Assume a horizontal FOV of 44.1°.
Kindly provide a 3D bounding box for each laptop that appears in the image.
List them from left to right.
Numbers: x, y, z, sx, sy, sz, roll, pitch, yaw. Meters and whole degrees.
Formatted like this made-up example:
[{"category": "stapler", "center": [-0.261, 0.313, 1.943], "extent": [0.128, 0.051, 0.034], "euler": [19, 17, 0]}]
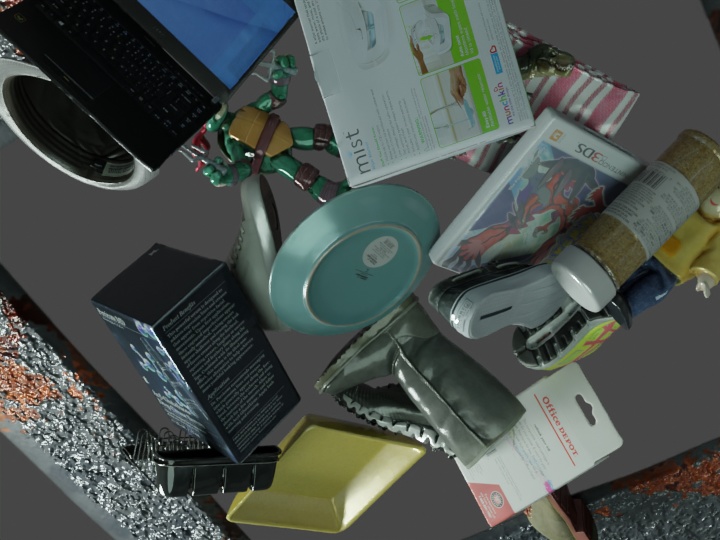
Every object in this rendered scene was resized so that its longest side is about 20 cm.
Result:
[{"category": "laptop", "center": [-0.175, -0.220, 0.769], "extent": [0.177, 0.201, 0.103], "euler": [42, 130, -8]}]

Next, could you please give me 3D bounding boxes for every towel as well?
[{"category": "towel", "center": [0.166, -0.157, 0.906], "extent": [0.196, 0.030, 0.148], "euler": [22, 121, -13]}]

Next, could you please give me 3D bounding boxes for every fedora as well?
[{"category": "fedora", "center": [-0.260, -0.165, 0.850], "extent": [0.173, 0.092, 0.201], "euler": [15, 154, 13]}]

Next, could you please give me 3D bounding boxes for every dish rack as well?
[{"category": "dish rack", "center": [-0.200, 0.221, 1.073], "extent": [0.150, 0.199, 0.056], "euler": [5, 94, -31]}]

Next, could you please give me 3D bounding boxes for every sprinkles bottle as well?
[{"category": "sprinkles bottle", "center": [0.282, -0.051, 0.894], "extent": [0.200, 0.068, 0.068], "euler": [-44, 116, -4]}]

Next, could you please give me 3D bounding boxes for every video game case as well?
[{"category": "video game case", "center": [0.195, -0.059, 0.937], "extent": [0.180, 0.023, 0.201], "euler": [17, 125, -35]}]

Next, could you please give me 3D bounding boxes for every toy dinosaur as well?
[{"category": "toy dinosaur", "center": [0.111, -0.161, 0.864], "extent": [0.195, 0.048, 0.090], "euler": [-10, 111, 10]}]

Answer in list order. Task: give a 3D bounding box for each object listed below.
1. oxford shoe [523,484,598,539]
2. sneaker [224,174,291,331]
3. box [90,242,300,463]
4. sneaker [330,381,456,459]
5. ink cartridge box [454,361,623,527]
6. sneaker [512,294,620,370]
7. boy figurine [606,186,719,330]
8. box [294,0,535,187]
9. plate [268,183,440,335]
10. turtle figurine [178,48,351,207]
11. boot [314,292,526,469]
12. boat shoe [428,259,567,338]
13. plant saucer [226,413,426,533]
[{"category": "oxford shoe", "center": [0.245, 0.311, 1.185], "extent": [0.074, 0.071, 0.201], "euler": [-23, 116, 26]}, {"category": "sneaker", "center": [-0.125, -0.011, 0.982], "extent": [0.082, 0.073, 0.204], "euler": [-4, 124, 1]}, {"category": "box", "center": [-0.180, 0.089, 0.988], "extent": [0.147, 0.107, 0.203], "euler": [13, 137, 48]}, {"category": "sneaker", "center": [0.062, 0.161, 1.097], "extent": [0.196, 0.067, 0.092], "euler": [21, 81, 12]}, {"category": "ink cartridge box", "center": [0.218, 0.208, 1.084], "extent": [0.199, 0.118, 0.067], "euler": [-38, 159, 24]}, {"category": "sneaker", "center": [0.266, 0.047, 1.019], "extent": [0.198, 0.079, 0.090], "euler": [-34, 149, 11]}, {"category": "boy figurine", "center": [0.334, -0.025, 0.936], "extent": [0.199, 0.125, 0.065], "euler": [-39, 142, 2]}, {"category": "box", "center": [0.046, -0.197, 0.796], "extent": [0.173, 0.097, 0.204], "euler": [-18, 93, 13]}, {"category": "plate", "center": [0.000, 0.000, 0.919], "extent": [0.196, 0.026, 0.203], "euler": [-18, 137, -17]}, {"category": "turtle figurine", "center": [-0.093, -0.138, 0.889], "extent": [0.196, 0.101, 0.153], "euler": [22, 81, -7]}, {"category": "boot", "center": [0.066, 0.146, 1.035], "extent": [0.181, 0.073, 0.201], "euler": [-41, 93, 18]}, {"category": "boat shoe", "center": [0.150, 0.017, 0.928], "extent": [0.197, 0.071, 0.073], "euler": [-6, 124, -47]}, {"category": "plant saucer", "center": [-0.047, 0.254, 1.138], "extent": [0.197, 0.049, 0.201], "euler": [19, 123, -38]}]
